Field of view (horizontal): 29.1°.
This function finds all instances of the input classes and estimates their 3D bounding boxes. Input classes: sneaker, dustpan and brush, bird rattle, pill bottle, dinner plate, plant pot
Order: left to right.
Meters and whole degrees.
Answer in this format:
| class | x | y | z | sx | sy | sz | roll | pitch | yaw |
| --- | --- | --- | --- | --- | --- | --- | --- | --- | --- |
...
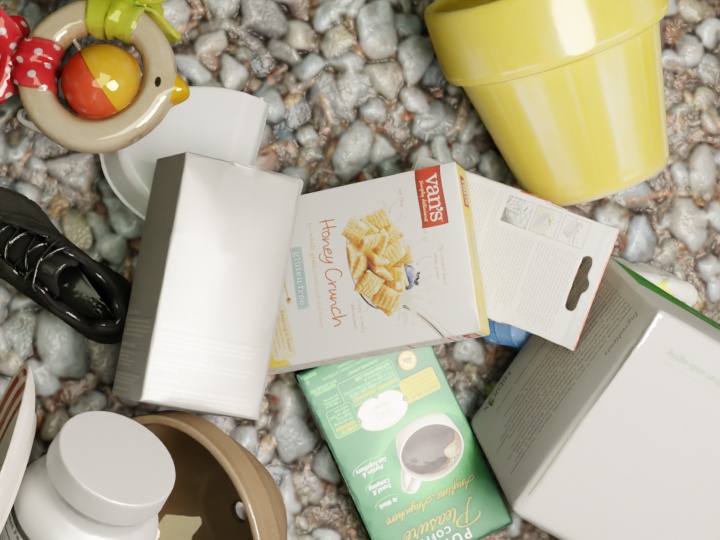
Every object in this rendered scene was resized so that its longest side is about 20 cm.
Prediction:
| class | x | y | z | sx | sy | sz | roll | pitch | yaw |
| --- | --- | --- | --- | --- | --- | --- | --- | --- | --- |
| dinner plate | -0.285 | 0.169 | 1.068 | 0.024 | 0.200 | 0.201 | 24 | 83 | -18 |
| sneaker | -0.266 | -0.012 | 1.136 | 0.200 | 0.091 | 0.076 | 32 | 84 | -6 |
| pill bottle | -0.226 | 0.212 | 1.072 | 0.116 | 0.116 | 0.200 | 30 | 118 | -7 |
| bird rattle | -0.229 | -0.172 | 1.127 | 0.200 | 0.113 | 0.163 | -30 | 76 | -14 |
| dustpan and brush | -0.192 | -0.109 | 1.179 | 0.199 | 0.057 | 0.140 | 18 | 74 | -15 |
| plant pot | -0.124 | 0.206 | 1.124 | 0.093 | 0.200 | 0.202 | -13 | 89 | -50 |
| plant pot | 0.175 | -0.164 | 1.181 | 0.200 | 0.201 | 0.189 | -22 | 107 | -10 |
| sneaker | 0.196 | 0.040 | 1.232 | 0.199 | 0.076 | 0.105 | 8 | 100 | -6 |

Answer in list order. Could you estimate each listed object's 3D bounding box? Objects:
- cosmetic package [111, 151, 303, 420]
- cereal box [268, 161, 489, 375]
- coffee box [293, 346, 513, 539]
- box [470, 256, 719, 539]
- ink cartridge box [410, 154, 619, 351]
| class | x | y | z | sx | sy | sz | roll | pitch | yaw |
| --- | --- | --- | --- | --- | --- | --- | --- | --- | --- |
| cosmetic package | -0.123 | 0.013 | 1.109 | 0.106 | 0.090 | 0.201 | 14 | 81 | -26 |
| cereal box | 0.000 | 0.000 | 1.155 | 0.199 | 0.040 | 0.144 | -12 | 77 | 18 |
| coffee box | 0.036 | 0.154 | 1.202 | 0.123 | 0.044 | 0.201 | -26 | 91 | -10 |
| box | 0.235 | 0.128 | 1.137 | 0.199 | 0.171 | 0.200 | 30 | 102 | -16 |
| ink cartridge box | 0.118 | -0.015 | 1.159 | 0.200 | 0.050 | 0.109 | 23 | 94 | 31 |
